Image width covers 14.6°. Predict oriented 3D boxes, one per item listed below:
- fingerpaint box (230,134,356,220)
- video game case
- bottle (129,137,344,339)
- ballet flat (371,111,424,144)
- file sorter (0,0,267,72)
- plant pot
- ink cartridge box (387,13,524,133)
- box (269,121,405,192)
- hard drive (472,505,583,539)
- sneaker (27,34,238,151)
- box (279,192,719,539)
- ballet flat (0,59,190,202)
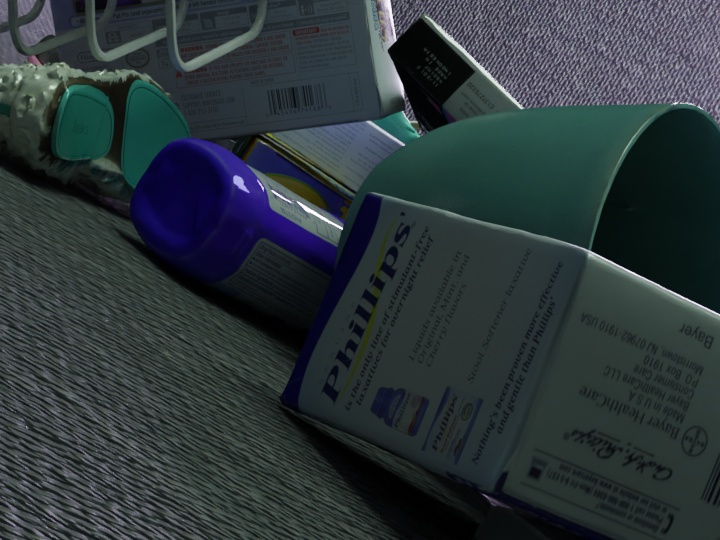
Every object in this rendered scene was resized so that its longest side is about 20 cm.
[{"bbox_3d":[0.000,0.000,1.662,0.199,0.074,0.167,33,3,-7],"label":"fingerpaint box"},{"bbox_3d":[-0.083,-0.167,1.603,0.199,0.183,0.045,-6,8,22],"label":"video game case"},{"bbox_3d":[-0.033,-0.003,1.486,0.200,0.065,0.083,30,6,-47],"label":"bottle"},{"bbox_3d":[0.081,-0.036,1.712,0.199,0.071,0.067,34,2,-10],"label":"ballet flat"},{"bbox_3d":[-0.163,-0.186,1.533,0.199,0.125,0.139,7,18,20],"label":"file sorter"},{"bbox_3d":[0.084,0.010,1.417,0.160,0.202,0.200,7,-11,31],"label":"plant pot"},{"bbox_3d":[0.069,-0.076,1.591,0.095,0.037,0.200,45,-1,15],"label":"ink cartridge box"},{"bbox_3d":[-0.008,-0.074,1.653,0.199,0.042,0.039,33,4,5],"label":"box"},{"bbox_3d":[0.141,0.163,1.215,0.132,0.026,0.200,36,5,31],"label":"hard drive"},{"bbox_3d":[-0.122,-0.106,1.796,0.199,0.096,0.079,34,6,17],"label":"sneaker"},{"bbox_3d":[0.097,0.057,1.181,0.183,0.106,0.200,24,-2,-27],"label":"box"},{"bbox_3d":[-0.150,-0.079,1.479,0.072,0.072,0.200,35,4,18],"label":"ballet flat"}]
